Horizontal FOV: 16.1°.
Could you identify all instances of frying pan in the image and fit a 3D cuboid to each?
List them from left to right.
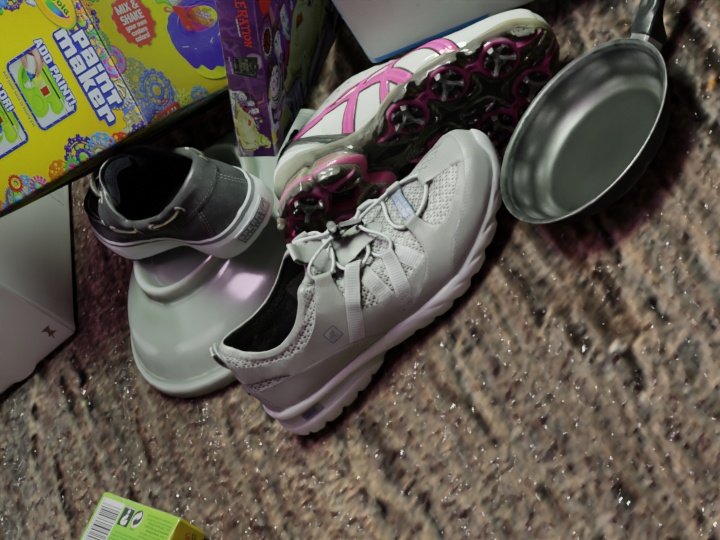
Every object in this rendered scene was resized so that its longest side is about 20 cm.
[{"bbox_3d":[0.130,-0.101,1.353,0.115,0.031,0.190,-18,45,45],"label":"frying pan"}]

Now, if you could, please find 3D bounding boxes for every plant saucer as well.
[{"bbox_3d":[-0.087,-0.021,1.562,0.200,0.050,0.200,-35,37,32],"label":"plant saucer"}]

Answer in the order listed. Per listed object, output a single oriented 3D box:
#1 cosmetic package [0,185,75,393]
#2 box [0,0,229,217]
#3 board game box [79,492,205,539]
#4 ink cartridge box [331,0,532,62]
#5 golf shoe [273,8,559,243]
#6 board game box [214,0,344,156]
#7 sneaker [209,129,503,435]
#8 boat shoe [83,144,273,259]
[{"bbox_3d":[-0.262,-0.014,1.761,0.108,0.085,0.200,-39,35,22],"label":"cosmetic package"},{"bbox_3d":[-0.164,-0.136,1.609,0.193,0.122,0.200,-27,3,40],"label":"box"},{"bbox_3d":[-0.164,0.228,1.466,0.096,0.030,0.200,9,67,57],"label":"board game box"},{"bbox_3d":[0.052,-0.235,1.488,0.146,0.084,0.200,-21,41,18],"label":"ink cartridge box"},{"bbox_3d":[0.025,-0.096,1.443,0.200,0.073,0.092,-33,41,26],"label":"golf shoe"},{"bbox_3d":[-0.043,-0.169,1.521,0.032,0.120,0.200,-1,34,17],"label":"board game box"},{"bbox_3d":[0.000,0.000,1.391,0.200,0.082,0.075,-51,32,9],"label":"sneaker"},{"bbox_3d":[-0.126,-0.046,1.520,0.070,0.066,0.200,-61,28,-8],"label":"boat shoe"}]
